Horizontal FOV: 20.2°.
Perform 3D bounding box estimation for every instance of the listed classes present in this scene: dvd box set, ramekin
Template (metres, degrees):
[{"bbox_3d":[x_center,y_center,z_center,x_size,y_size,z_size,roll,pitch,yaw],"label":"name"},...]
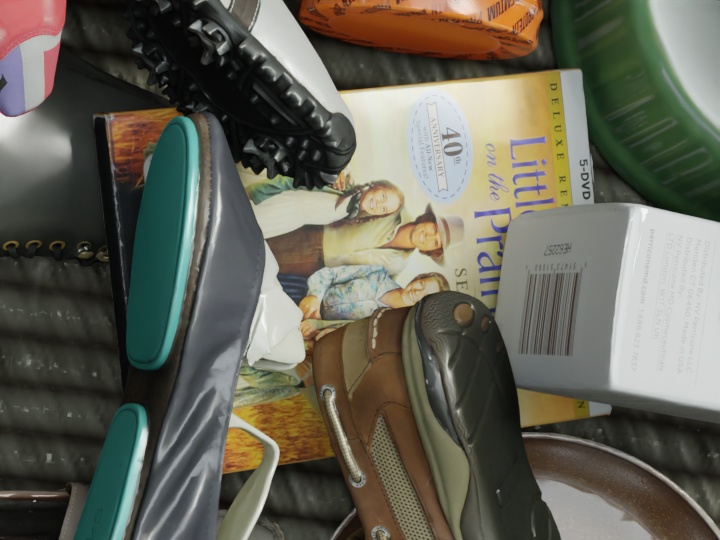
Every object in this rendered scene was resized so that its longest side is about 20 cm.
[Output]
[{"bbox_3d":[0.000,0.000,0.805,0.199,0.029,0.147,-6,95,-18],"label":"dvd box set"},{"bbox_3d":[0.184,-0.113,0.823,0.199,0.098,0.201,0,87,-7],"label":"ramekin"}]

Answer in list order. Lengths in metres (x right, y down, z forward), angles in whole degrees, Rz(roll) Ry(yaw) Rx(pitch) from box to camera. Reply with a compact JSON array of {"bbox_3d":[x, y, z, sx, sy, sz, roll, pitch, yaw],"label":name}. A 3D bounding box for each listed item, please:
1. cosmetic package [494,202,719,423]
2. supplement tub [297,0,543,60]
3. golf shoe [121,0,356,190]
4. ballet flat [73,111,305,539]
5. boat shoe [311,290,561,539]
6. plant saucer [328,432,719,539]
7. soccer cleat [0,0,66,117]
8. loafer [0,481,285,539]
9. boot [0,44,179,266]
[{"bbox_3d":[0.163,0.027,0.791,0.199,0.102,0.074,10,86,-23],"label":"cosmetic package"},{"bbox_3d":[0.035,-0.191,0.796,0.122,0.123,0.201,8,86,-7],"label":"supplement tub"},{"bbox_3d":[-0.055,-0.119,0.758,0.094,0.078,0.200,-35,71,-26],"label":"golf shoe"},{"bbox_3d":[-0.059,0.045,0.738,0.073,0.073,0.201,12,88,-6],"label":"ballet flat"},{"bbox_3d":[0.032,0.106,0.779,0.074,0.076,0.201,-9,102,24],"label":"boat shoe"},{"bbox_3d":[0.066,0.166,0.827,0.199,0.032,0.201,0,88,-7],"label":"plant saucer"},{"bbox_3d":[-0.165,-0.134,0.741,0.067,0.077,0.200,-22,47,-23],"label":"soccer cleat"},{"bbox_3d":[-0.125,0.111,0.780,0.199,0.072,0.063,-4,119,-5],"label":"loafer"},{"bbox_3d":[-0.158,-0.004,0.794,0.138,0.077,0.201,24,97,-21],"label":"boot"}]
